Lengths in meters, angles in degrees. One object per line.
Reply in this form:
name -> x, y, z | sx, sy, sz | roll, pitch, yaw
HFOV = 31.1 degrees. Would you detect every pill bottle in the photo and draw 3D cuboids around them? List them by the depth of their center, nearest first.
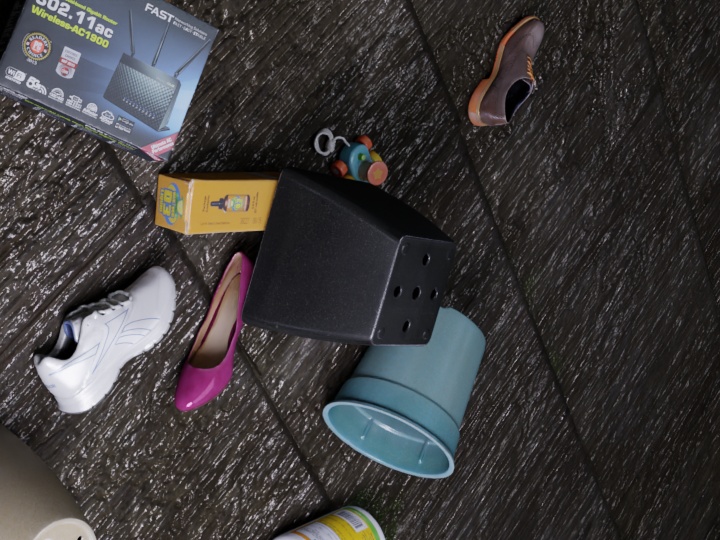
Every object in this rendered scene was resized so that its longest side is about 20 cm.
pill bottle -> -0.066, 0.408, 1.792 | 0.199, 0.110, 0.112 | -14, 112, -46

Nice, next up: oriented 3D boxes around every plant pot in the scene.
plant pot -> -0.367, 0.268, 1.328 | 0.186, 0.199, 0.189 | -19, 116, -44
plant pot -> 0.000, 0.000, 1.600 | 0.199, 0.176, 0.201 | 6, 102, -55
plant pot -> 0.077, 0.158, 1.830 | 0.201, 0.199, 0.197 | 54, 54, -43

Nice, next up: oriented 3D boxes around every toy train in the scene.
toy train -> -0.020, -0.084, 1.733 | 0.149, 0.055, 0.202 | -2, 103, -49

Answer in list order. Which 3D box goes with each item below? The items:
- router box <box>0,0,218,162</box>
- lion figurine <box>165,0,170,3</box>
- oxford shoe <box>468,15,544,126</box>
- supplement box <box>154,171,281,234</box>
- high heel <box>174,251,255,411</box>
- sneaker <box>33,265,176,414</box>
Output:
router box -> -0.262, -0.217, 1.314 | 0.199, 0.062, 0.151 | 23, 82, -26
lion figurine -> -0.278, -0.260, 1.367 | 0.199, 0.072, 0.124 | -25, 113, -38
oxford shoe -> 0.239, -0.298, 1.953 | 0.071, 0.072, 0.201 | 45, 67, -46
supplement box -> -0.154, -0.084, 1.570 | 0.199, 0.068, 0.067 | -5, 107, -50
high heel -> -0.182, 0.073, 1.584 | 0.097, 0.067, 0.201 | 73, 34, -46
sneaker -> -0.285, 0.066, 1.463 | 0.200, 0.074, 0.087 | -53, 131, -25
